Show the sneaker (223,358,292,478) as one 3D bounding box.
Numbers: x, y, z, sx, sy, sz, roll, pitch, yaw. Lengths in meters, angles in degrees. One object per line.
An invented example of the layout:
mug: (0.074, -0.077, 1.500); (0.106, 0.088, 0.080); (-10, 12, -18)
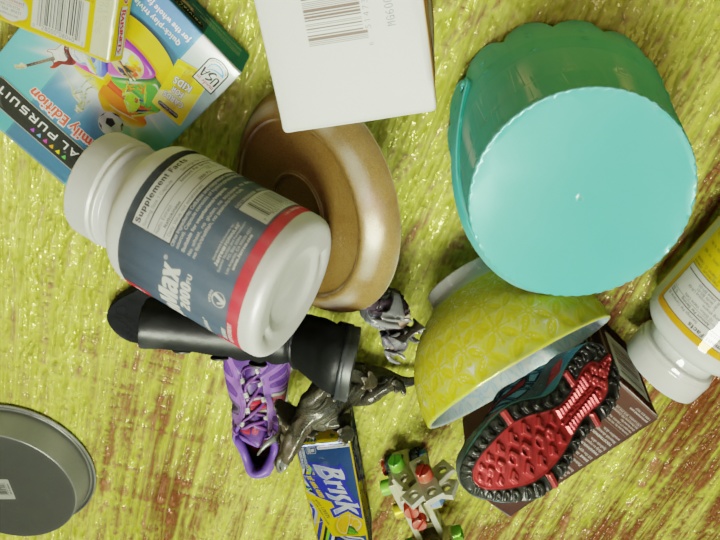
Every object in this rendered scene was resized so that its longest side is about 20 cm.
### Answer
sneaker: (-0.108, 0.137, 0.857); (0.079, 0.084, 0.204); (-3, 122, 5)

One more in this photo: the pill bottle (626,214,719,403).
pill bottle: (0.341, 0.025, 0.744); (0.111, 0.114, 0.202); (25, 120, -13)

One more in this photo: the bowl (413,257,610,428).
bowl: (0.123, 0.052, 0.763); (0.199, 0.199, 0.109); (-39, 71, 24)

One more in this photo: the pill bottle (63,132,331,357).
pill bottle: (-0.133, -0.028, 0.648); (0.197, 0.119, 0.122); (27, 125, 16)

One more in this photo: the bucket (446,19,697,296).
bucket: (0.170, -0.089, 0.665); (0.202, 0.136, 0.211); (2, 123, 3)

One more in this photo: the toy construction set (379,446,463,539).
toy construction set: (0.070, 0.280, 0.911); (0.090, 0.132, 0.204); (-5, 123, 6)

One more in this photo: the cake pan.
cake pan: (-0.422, 0.249, 0.973); (0.195, 0.037, 0.204); (2, 123, 2)

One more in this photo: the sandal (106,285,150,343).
sandal: (-0.179, 0.016, 0.806); (0.076, 0.043, 0.199); (39, 117, -20)

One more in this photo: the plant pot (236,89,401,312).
plant pot: (-0.047, -0.055, 0.689); (0.198, 0.027, 0.204); (23, 125, 38)

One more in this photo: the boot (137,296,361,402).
boot: (-0.103, 0.060, 0.722); (0.195, 0.165, 0.067); (14, 87, -5)

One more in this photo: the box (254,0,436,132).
box: (-0.007, -0.212, 0.556); (0.104, 0.202, 0.155); (-6, 123, 9)

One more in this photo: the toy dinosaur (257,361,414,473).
toy dinosaur: (-0.018, 0.124, 0.832); (0.199, 0.101, 0.078); (-35, 110, -27)

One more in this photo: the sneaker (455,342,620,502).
sneaker: (0.151, 0.143, 0.726); (0.080, 0.198, 0.095); (60, 147, 1)

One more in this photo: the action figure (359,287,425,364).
action figure: (0.000, 0.000, 0.752); (0.069, 0.129, 0.203); (-30, 108, -23)

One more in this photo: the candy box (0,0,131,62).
candy box: (-0.262, -0.242, 0.614); (0.196, 0.026, 0.104); (23, 111, 9)

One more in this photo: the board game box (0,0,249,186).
board game box: (-0.216, -0.165, 0.689); (0.199, 0.047, 0.151); (-38, 114, 23)

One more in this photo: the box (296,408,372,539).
box: (-0.028, 0.247, 0.931); (0.063, 0.071, 0.204); (-6, 123, 4)

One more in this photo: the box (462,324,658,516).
box: (0.201, 0.156, 0.843); (0.075, 0.101, 0.199); (38, 118, -21)
